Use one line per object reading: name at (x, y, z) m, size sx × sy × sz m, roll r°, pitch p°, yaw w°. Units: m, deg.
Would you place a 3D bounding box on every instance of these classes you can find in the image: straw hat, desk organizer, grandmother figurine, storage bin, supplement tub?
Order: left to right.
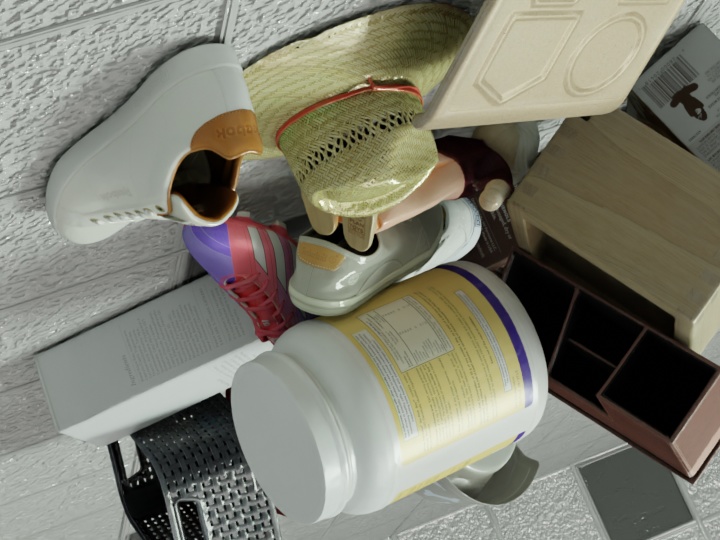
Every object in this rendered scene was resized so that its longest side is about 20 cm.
storage bin at (-0.151, 0.179, 1.485) m, size 0.093 × 0.136 × 0.200 m, roll -18°, pitch -157°, yaw -20°
straw hat at (-0.002, -0.081, 1.084) m, size 0.200 × 0.086 × 0.201 m, roll -22°, pitch 164°, yaw -7°
supplement tub at (0.021, 0.089, 1.242) m, size 0.199 × 0.146 × 0.145 m, roll -21°, pitch 165°, yaw -29°
grandmother figurine at (0.059, -0.070, 1.220) m, size 0.199 × 0.121 × 0.061 m, roll -25°, pitch 135°, yaw -40°
desk organizer at (0.177, 0.066, 1.255) m, size 0.072 × 0.199 × 0.077 m, roll -53°, pitch 147°, yaw -8°

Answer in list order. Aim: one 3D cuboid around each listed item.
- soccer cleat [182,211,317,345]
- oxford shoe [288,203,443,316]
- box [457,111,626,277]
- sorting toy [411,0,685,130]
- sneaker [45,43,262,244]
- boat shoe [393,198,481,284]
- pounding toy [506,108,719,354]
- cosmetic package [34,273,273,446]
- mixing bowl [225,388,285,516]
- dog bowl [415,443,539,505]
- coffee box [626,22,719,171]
soccer cleat at (-0.067, 0.016, 1.253) m, size 0.066 × 0.077 × 0.200 m, roll -2°, pitch 160°, yaw 26°
oxford shoe at (0.010, -0.029, 1.256) m, size 0.200 × 0.075 × 0.058 m, roll -38°, pitch 139°, yaw -55°
box at (0.173, -0.057, 1.447) m, size 0.199 × 0.075 × 0.100 m, roll -26°, pitch 164°, yaw 13°
sorting toy at (0.135, -0.167, 1.040) m, size 0.184 × 0.037 × 0.200 m, roll -9°, pitch 144°, yaw -42°
sneaker at (-0.126, -0.049, 1.017) m, size 0.072 × 0.085 × 0.200 m, roll -13°, pitch 163°, yaw -39°
boat shoe at (0.003, 0.004, 1.393) m, size 0.201 × 0.075 × 0.086 m, roll -33°, pitch 163°, yaw 20°
pounding toy at (0.207, -0.044, 1.264) m, size 0.143 × 0.184 × 0.200 m, roll -54°, pitch 163°, yaw -7°
cosmetic package at (-0.152, 0.067, 1.382) m, size 0.199 × 0.074 × 0.102 m, roll -23°, pitch 163°, yaw 5°
mixing bowl at (-0.045, 0.105, 1.507) m, size 0.199 × 0.201 × 0.109 m, roll -27°, pitch 131°, yaw 11°
dog bowl at (0.078, 0.109, 1.468) m, size 0.058 × 0.201 × 0.199 m, roll -21°, pitch 169°, yaw 37°
coffee box at (0.297, -0.077, 1.299) m, size 0.080 × 0.200 × 0.114 m, roll -40°, pitch 165°, yaw -2°
